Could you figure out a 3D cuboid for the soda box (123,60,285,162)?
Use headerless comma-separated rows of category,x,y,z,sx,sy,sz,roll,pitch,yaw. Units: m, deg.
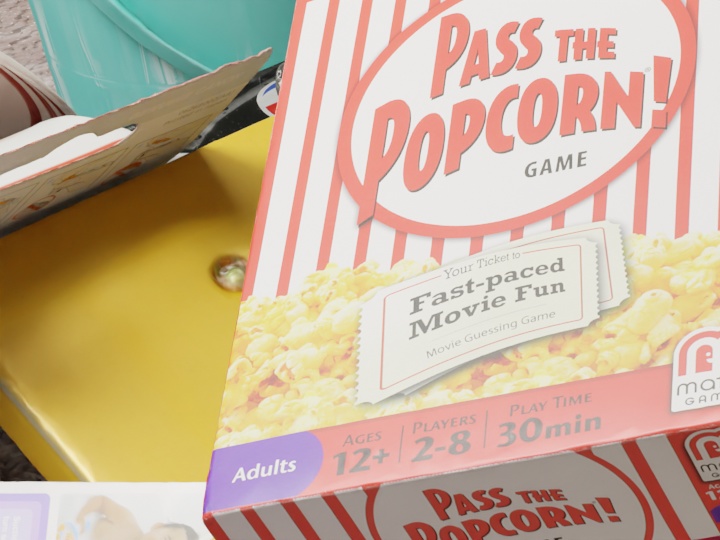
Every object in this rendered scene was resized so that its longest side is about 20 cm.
soda box,-0.013,-0.040,0.996,0.200,0.071,0.063,-25,33,-28

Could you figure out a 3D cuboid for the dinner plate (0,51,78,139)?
dinner plate,-0.195,-0.069,0.986,0.200,0.200,0.024,3,67,20

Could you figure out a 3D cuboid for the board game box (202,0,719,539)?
board game box,0.047,-0.012,0.704,0.151,0.046,0.200,-12,44,21

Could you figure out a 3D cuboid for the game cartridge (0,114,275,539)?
game cartridge,-0.012,0.041,0.816,0.176,0.032,0.200,-26,59,-30

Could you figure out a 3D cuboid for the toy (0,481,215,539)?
toy,-0.035,0.106,0.706,0.200,0.047,0.115,-3,67,15

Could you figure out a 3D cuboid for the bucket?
bucket,-0.057,-0.151,1.141,0.207,0.135,0.207,-7,29,4

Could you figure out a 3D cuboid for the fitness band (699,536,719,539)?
fitness band,0.152,0.054,0.752,0.143,0.037,0.200,-23,45,2

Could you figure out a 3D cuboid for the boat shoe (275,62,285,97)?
boat shoe,0.068,-0.083,0.830,0.200,0.072,0.068,-27,58,3

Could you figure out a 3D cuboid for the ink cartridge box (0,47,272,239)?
ink cartridge box,-0.142,-0.020,0.843,0.162,0.050,0.200,-26,-10,-42
